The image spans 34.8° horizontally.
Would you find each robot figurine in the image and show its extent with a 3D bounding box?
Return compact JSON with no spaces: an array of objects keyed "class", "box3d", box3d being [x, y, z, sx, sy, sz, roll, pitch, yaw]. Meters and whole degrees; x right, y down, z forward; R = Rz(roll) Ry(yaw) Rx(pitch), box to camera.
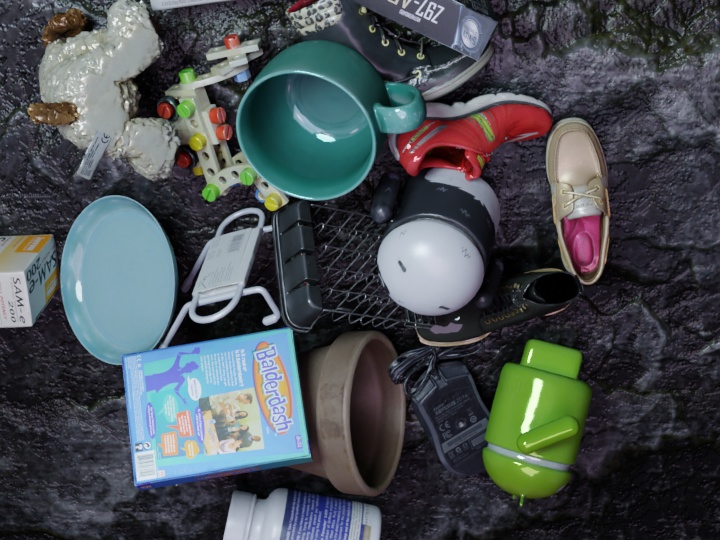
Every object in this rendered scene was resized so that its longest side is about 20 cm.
[{"class":"robot figurine","box3d":[0.217,0.189,1.418,0.115,0.175,0.201,14,87,5]},{"class":"robot figurine","box3d":[0.088,-0.038,1.294,0.149,0.200,0.125,9,130,11]}]

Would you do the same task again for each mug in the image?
[{"class":"mug","box3d":[-0.029,-0.162,1.229,0.184,0.115,0.153,23,126,1]}]

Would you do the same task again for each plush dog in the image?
[{"class":"plush dog","box3d":[-0.300,-0.193,1.261,0.160,0.172,0.201,-18,113,-24]}]

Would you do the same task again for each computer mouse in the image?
[{"class":"computer mouse","box3d":[0.117,0.168,1.464,0.138,0.053,0.201,-25,111,-12]}]

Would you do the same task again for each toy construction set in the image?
[{"class":"toy construction set","box3d":[-0.153,-0.164,1.308,0.130,0.092,0.201,1,108,28]}]

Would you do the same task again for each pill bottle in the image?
[{"class":"pill bottle","box3d":[-0.079,0.353,1.518,0.199,0.120,0.120,12,114,-3]}]

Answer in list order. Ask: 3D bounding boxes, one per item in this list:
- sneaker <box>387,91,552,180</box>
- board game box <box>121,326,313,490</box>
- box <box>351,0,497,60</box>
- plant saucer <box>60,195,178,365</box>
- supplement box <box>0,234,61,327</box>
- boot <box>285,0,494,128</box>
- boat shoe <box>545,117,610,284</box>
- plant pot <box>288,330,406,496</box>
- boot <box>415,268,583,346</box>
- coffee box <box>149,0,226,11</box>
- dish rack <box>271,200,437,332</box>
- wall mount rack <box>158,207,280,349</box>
[{"class":"sneaker","box3d":[0.127,-0.142,1.285,0.199,0.085,0.077,-11,154,-17]},{"class":"board game box","box3d":[-0.162,0.156,1.302,0.199,0.045,0.153,-9,73,-1]},{"class":"box","box3d":[0.056,-0.292,1.186,0.159,0.200,0.044,23,113,-9]},{"class":"plant saucer","box3d":[-0.284,0.011,1.372,0.199,0.027,0.202,2,93,35]},{"class":"supplement box","box3d":[-0.476,0.013,1.378,0.199,0.126,0.074,-2,112,2]},{"class":"boot","box3d":[0.031,-0.257,1.266,0.203,0.074,0.154,-21,117,15]},{"class":"boat shoe","box3d":[0.261,-0.077,1.344,0.073,0.069,0.201,-10,113,6]},{"class":"plant pot","box3d":[-0.056,0.174,1.415,0.174,0.200,0.201,-2,115,21]},{"class":"boot","box3d":[0.159,0.036,1.346,0.199,0.138,0.078,-20,87,1]},{"class":"coffee box","box3d":[-0.133,-0.353,1.230,0.199,0.080,0.114,-6,115,4]},{"class":"dish rack","box3d":[0.000,0.000,1.332,0.199,0.154,0.055,9,151,-32]},{"class":"wall mount rack","box3d":[-0.166,0.019,1.347,0.173,0.201,0.075,-13,126,21]}]
